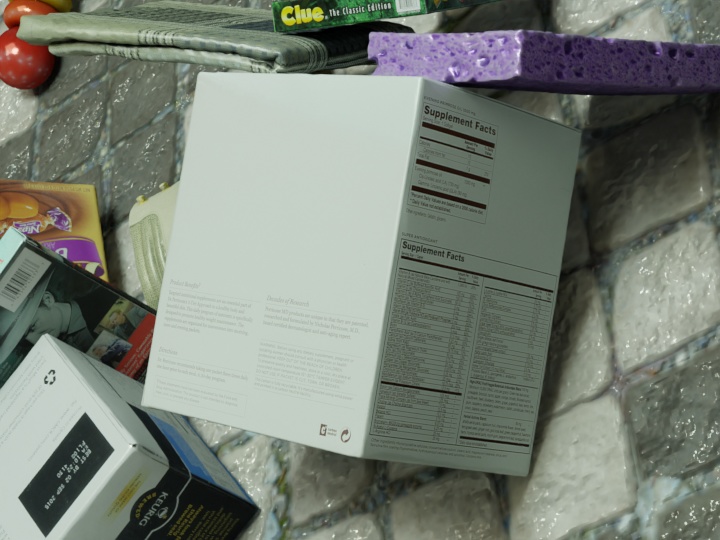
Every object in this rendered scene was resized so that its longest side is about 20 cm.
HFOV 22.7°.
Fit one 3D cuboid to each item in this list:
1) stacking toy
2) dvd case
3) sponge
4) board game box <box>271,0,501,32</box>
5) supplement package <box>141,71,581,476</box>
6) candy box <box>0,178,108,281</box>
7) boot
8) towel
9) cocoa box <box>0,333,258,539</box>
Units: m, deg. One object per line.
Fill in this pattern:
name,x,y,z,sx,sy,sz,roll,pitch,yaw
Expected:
stacking toy,-0.279,-0.253,1.571,0.085,0.085,0.202,-3,67,42
dvd case,-0.205,0.068,1.184,0.022,0.200,0.147,36,91,35
sponge,0.111,-0.117,1.013,0.111,0.199,0.030,5,95,46
board game box,0.038,-0.172,1.124,0.104,0.200,0.024,-1,101,28
supplement package,0.000,0.000,1.035,0.190,0.146,0.202,8,87,45
candy box,-0.245,0.019,1.314,0.057,0.115,0.201,113,152,-43
boot,-0.092,-0.074,1.273,0.154,0.072,0.202,-26,48,33
towel,-0.089,-0.145,1.146,0.198,0.192,0.035,10,105,25
cocoa box,-0.191,0.171,1.145,0.201,0.131,0.133,-51,48,4
